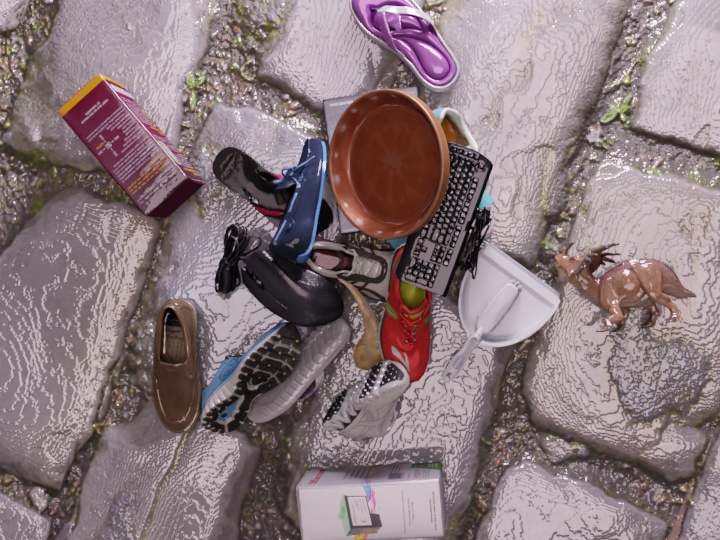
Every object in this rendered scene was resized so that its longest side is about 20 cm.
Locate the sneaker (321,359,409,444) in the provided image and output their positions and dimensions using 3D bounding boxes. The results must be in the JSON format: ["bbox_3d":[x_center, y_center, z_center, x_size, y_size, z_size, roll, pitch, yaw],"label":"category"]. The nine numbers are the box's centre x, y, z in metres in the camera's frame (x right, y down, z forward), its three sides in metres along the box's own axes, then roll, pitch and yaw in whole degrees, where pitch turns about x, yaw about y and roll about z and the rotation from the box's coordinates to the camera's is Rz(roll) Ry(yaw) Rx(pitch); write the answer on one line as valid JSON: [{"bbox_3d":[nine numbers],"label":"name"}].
[{"bbox_3d":[0.023,0.190,1.647,0.081,0.200,0.075,36,54,-8],"label":"sneaker"}]

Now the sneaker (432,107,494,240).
[{"bbox_3d":[0.139,-0.134,1.662,0.076,0.081,0.201,-23,90,-20],"label":"sneaker"}]

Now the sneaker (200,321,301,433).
[{"bbox_3d":[-0.170,0.140,1.693,0.200,0.090,0.078,-45,130,14],"label":"sneaker"}]

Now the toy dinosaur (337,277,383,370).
[{"bbox_3d":[0.033,0.099,1.673,0.101,0.058,0.201,-17,109,-15],"label":"toy dinosaur"}]

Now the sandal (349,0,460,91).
[{"bbox_3d":[0.068,-0.346,1.682,0.203,0.050,0.082,43,91,6],"label":"sandal"}]

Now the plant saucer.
[{"bbox_3d":[0.040,-0.143,1.568,0.200,0.032,0.201,6,99,40],"label":"plant saucer"}]

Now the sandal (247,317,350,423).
[{"bbox_3d":[-0.084,0.155,1.706,0.203,0.083,0.050,-43,129,6],"label":"sandal"}]

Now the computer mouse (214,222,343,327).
[{"bbox_3d":[-0.121,0.029,1.675,0.200,0.053,0.139,26,133,5],"label":"computer mouse"}]

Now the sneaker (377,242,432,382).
[{"bbox_3d":[0.064,0.061,1.611,0.077,0.085,0.201,-1,98,-5],"label":"sneaker"}]

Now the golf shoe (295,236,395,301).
[{"bbox_3d":[0.000,0.000,1.682,0.199,0.088,0.077,10,90,4],"label":"golf shoe"}]

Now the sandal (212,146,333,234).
[{"bbox_3d":[-0.134,-0.113,1.714,0.200,0.045,0.075,32,92,5],"label":"sandal"}]

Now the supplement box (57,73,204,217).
[{"bbox_3d":[-0.332,-0.178,1.700,0.086,0.110,0.200,-41,87,5],"label":"supplement box"}]

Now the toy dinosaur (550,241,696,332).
[{"bbox_3d":[0.380,0.015,1.650,0.199,0.086,0.136,-8,83,0],"label":"toy dinosaur"}]

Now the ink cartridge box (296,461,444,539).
[{"bbox_3d":[0.019,0.328,1.652,0.199,0.145,0.084,-4,90,5],"label":"ink cartridge box"}]

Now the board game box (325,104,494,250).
[{"bbox_3d":[0.066,-0.118,1.643,0.200,0.047,0.151,47,126,3],"label":"board game box"}]

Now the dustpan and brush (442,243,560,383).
[{"bbox_3d":[0.180,0.078,1.677,0.139,0.057,0.200,36,94,4],"label":"dustpan and brush"}]

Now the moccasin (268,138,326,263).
[{"bbox_3d":[-0.089,-0.109,1.644,0.068,0.081,0.201,11,54,-8],"label":"moccasin"}]

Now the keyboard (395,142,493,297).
[{"bbox_3d":[0.125,-0.067,1.555,0.104,0.040,0.201,19,88,2],"label":"keyboard"}]

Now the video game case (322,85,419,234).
[{"bbox_3d":[0.027,-0.162,1.713,0.142,0.019,0.201,-8,89,6],"label":"video game case"}]

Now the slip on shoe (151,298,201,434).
[{"bbox_3d":[-0.273,0.143,1.720,0.076,0.061,0.201,4,90,7],"label":"slip on shoe"}]
